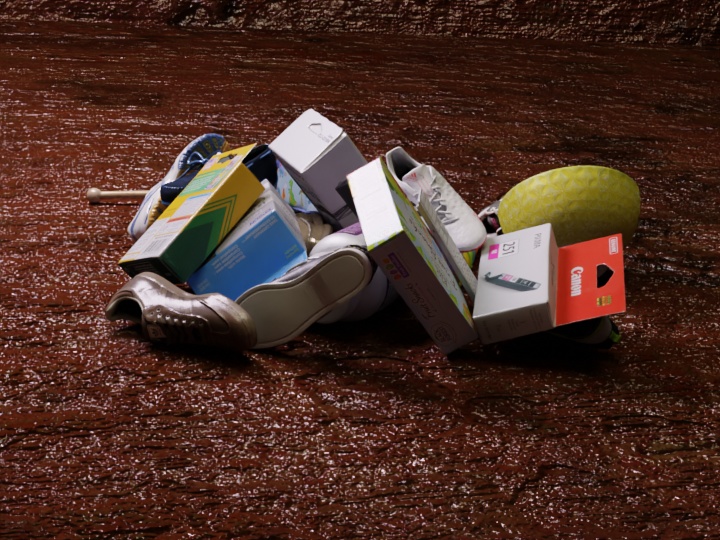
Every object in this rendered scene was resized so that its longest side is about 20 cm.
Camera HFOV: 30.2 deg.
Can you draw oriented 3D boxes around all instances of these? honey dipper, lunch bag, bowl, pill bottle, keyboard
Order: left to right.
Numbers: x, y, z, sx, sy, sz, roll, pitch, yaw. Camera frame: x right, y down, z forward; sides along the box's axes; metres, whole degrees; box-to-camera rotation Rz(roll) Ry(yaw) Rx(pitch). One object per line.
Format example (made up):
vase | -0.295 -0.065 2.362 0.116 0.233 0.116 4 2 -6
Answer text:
honey dipper | -0.317 -0.117 2.042 0.198 0.038 0.038 -1 20 -9
lunch bag | -0.032 -0.126 2.025 0.159 0.083 0.200 2 8 -23
pill bottle | 0.000 0.000 1.666 0.112 0.113 0.200 15 21 26
keyboard | 0.122 -0.009 1.644 0.011 0.201 0.056 -27 14 19
bowl | 0.294 -0.047 1.849 0.198 0.200 0.109 1 62 -10

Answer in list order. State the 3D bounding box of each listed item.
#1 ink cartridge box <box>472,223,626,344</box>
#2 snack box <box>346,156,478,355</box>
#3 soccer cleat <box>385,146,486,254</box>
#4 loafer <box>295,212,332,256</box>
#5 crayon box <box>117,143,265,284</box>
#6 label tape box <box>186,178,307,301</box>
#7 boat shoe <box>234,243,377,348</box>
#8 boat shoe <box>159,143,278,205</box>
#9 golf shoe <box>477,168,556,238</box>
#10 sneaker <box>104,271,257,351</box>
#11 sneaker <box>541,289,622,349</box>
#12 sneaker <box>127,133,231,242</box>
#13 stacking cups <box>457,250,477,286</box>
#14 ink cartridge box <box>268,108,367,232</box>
ink cartridge box | 0.229 0.005 1.615 0.172 0.044 0.200 -15 26 17
snack box | 0.061 -0.015 1.558 0.053 0.200 0.143 -28 41 12
soccer cleat | 0.093 -0.091 1.737 0.068 0.086 0.200 -32 43 -10
loafer | -0.078 -0.034 1.813 0.067 0.077 0.200 1 9 -9
crayon box | -0.203 -0.067 1.680 0.200 0.052 0.125 -52 23 -24
label tape box | -0.146 -0.023 1.655 0.143 0.066 0.200 -37 19 6
boat shoe | -0.066 0.027 1.533 0.199 0.074 0.060 -32 1 22
boat shoe | -0.197 -0.134 1.823 0.084 0.069 0.199 15 24 33
golf shoe | 0.236 -0.082 1.944 0.088 0.078 0.200 -23 -5 -37
sneaker | -0.207 0.063 1.532 0.199 0.071 0.075 17 42 36
sneaker | 0.247 0.059 1.667 0.083 0.072 0.200 34 -2 -32
sneaker | -0.259 -0.117 1.875 0.088 0.075 0.200 -10 36 48
stacking cups | 0.134 -0.024 1.871 0.060 0.061 0.200 8 14 9
ink cartridge box | -0.022 -0.109 1.834 0.084 0.200 0.144 -40 29 -5
